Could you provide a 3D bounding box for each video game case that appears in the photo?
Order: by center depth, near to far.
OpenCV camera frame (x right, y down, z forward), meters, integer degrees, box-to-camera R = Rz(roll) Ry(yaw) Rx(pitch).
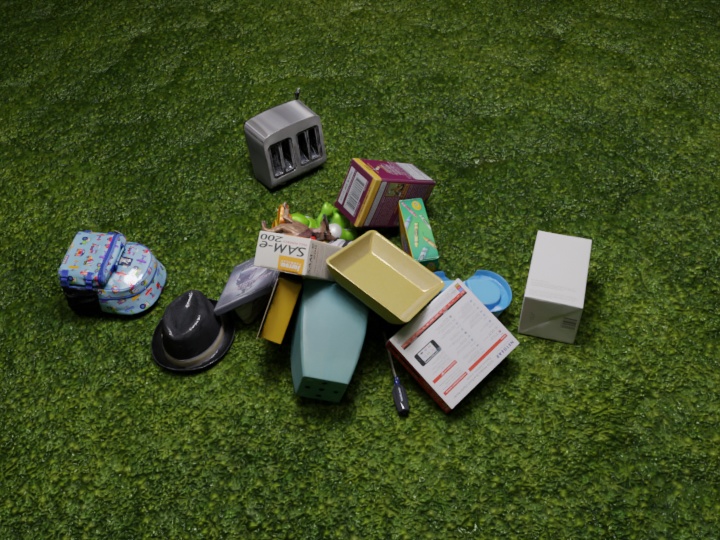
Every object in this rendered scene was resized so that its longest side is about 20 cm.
[{"bbox_3d":[-0.237,0.017,1.592,0.142,0.019,0.200,-24,23,16],"label":"video game case"}]

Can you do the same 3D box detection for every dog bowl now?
[{"bbox_3d":[0.219,0.059,1.541,0.198,0.050,0.112,-2,51,-10],"label":"dog bowl"}]

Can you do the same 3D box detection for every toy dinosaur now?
[{"bbox_3d":[-0.134,-0.077,1.581,0.135,0.086,0.200,15,28,17],"label":"toy dinosaur"}]

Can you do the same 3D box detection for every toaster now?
[{"bbox_3d":[-0.194,-0.335,1.879,0.180,0.201,0.119,-29,46,-23],"label":"toaster"}]

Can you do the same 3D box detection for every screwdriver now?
[{"bbox_3d":[0.071,0.202,1.463,0.029,0.028,0.201,-26,47,20],"label":"screwdriver"}]

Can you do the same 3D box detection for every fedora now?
[{"bbox_3d":[-0.361,0.113,1.536,0.199,0.092,0.202,-2,47,2],"label":"fedora"}]

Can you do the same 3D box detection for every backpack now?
[{"bbox_3d":[-0.547,0.006,1.627,0.198,0.135,0.183,7,48,7],"label":"backpack"}]

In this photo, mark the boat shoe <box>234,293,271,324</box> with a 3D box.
[{"bbox_3d":[-0.213,0.036,1.630,0.073,0.063,0.200,-2,36,46],"label":"boat shoe"}]

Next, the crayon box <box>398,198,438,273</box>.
[{"bbox_3d":[0.130,-0.053,1.642,0.058,0.119,0.201,-7,46,-3],"label":"crayon box"}]

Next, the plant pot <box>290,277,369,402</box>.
[{"bbox_3d":[-0.068,0.146,1.437,0.140,0.142,0.201,12,54,-9],"label":"plant pot"}]

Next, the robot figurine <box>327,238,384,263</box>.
[{"bbox_3d":[-0.001,0.000,1.595,0.199,0.126,0.150,13,9,16],"label":"robot figurine"}]

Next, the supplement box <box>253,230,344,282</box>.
[{"bbox_3d":[-0.103,-0.023,1.459,0.125,0.200,0.074,10,89,29],"label":"supplement box"}]

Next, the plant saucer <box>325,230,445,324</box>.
[{"bbox_3d":[0.047,0.021,1.450,0.199,0.049,0.200,36,35,13],"label":"plant saucer"}]

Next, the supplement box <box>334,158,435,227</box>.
[{"bbox_3d":[0.058,-0.181,1.707,0.199,0.132,0.103,-2,36,-42],"label":"supplement box"}]

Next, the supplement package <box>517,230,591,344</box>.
[{"bbox_3d":[0.414,0.033,1.538,0.119,0.122,0.201,11,49,13],"label":"supplement package"}]

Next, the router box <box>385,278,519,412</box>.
[{"bbox_3d":[0.181,0.146,1.432,0.200,0.049,0.180,-39,80,-19],"label":"router box"}]

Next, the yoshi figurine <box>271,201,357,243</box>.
[{"bbox_3d":[-0.104,-0.111,1.718,0.198,0.113,0.112,9,10,-17],"label":"yoshi figurine"}]

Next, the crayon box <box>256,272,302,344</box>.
[{"bbox_3d":[-0.161,0.072,1.469,0.051,0.127,0.200,20,5,-5],"label":"crayon box"}]

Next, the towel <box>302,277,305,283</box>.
[{"bbox_3d":[-0.119,0.022,1.616,0.018,0.086,0.201,-32,48,8],"label":"towel"}]
